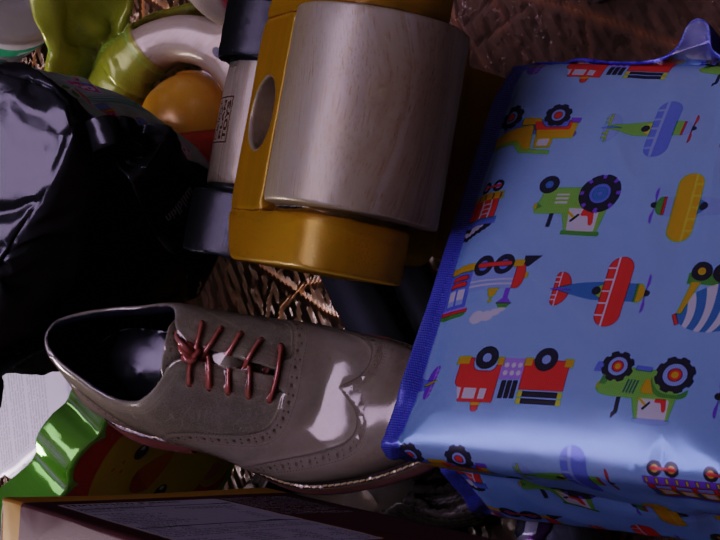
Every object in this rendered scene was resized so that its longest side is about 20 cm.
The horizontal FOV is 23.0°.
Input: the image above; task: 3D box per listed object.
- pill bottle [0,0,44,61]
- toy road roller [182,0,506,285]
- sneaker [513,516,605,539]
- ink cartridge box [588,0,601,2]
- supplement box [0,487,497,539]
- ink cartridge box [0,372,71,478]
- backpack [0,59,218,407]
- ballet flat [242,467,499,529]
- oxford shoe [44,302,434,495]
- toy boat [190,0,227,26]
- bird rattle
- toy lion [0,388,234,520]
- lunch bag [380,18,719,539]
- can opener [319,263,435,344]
[{"bbox_3d":[-0.292,-0.167,1.197,0.199,0.113,0.114,-25,64,44],"label":"pill bottle"},{"bbox_3d":[0.017,-0.054,0.763,0.200,0.145,0.124,-174,94,-71],"label":"toy road roller"},{"bbox_3d":[0.101,0.175,0.713,0.087,0.074,0.202,2,73,16],"label":"sneaker"},{"bbox_3d":[0.051,-0.197,0.731,0.068,0.199,0.116,-17,69,46],"label":"ink cartridge box"},{"bbox_3d":[-0.044,0.196,0.689,0.199,0.132,0.199,3,90,55],"label":"supplement box"},{"bbox_3d":[-0.215,0.038,1.116,0.173,0.043,0.202,-37,56,44],"label":"ink cartridge box"},{"bbox_3d":[-0.146,-0.027,0.862,0.126,0.200,0.167,41,104,16],"label":"backpack"},{"bbox_3d":[-0.009,0.109,0.852,0.199,0.046,0.068,-17,68,47],"label":"ballet flat"},{"bbox_3d":[-0.049,0.051,0.755,0.199,0.075,0.071,0,69,30],"label":"oxford shoe"},{"bbox_3d":[-0.021,-0.216,0.904,0.130,0.130,0.202,12,88,19],"label":"toy boat"},{"bbox_3d":[-0.116,-0.069,0.986,0.162,0.112,0.202,-5,80,32],"label":"bird rattle"},{"bbox_3d":[-0.126,0.120,0.911,0.069,0.191,0.201,39,153,27],"label":"toy lion"},{"bbox_3d":[0.111,-0.006,0.679,0.149,0.094,0.202,3,69,31],"label":"lunch bag"},{"bbox_3d":[0.000,0.000,0.878,0.067,0.053,0.201,96,154,-50],"label":"can opener"}]
